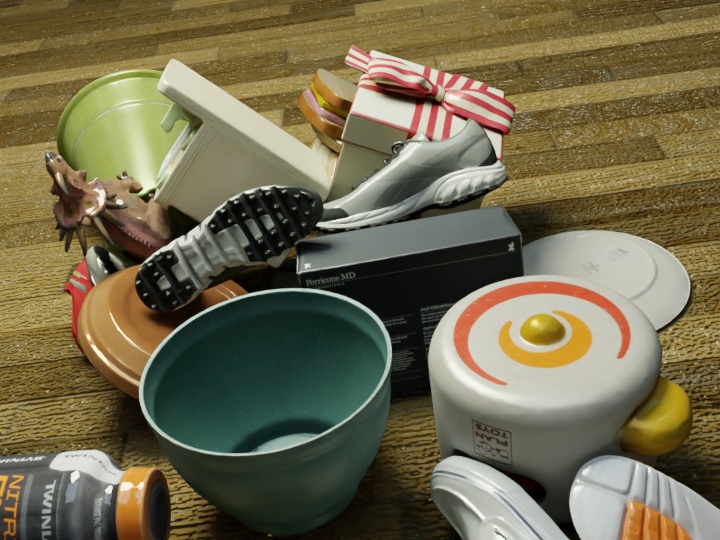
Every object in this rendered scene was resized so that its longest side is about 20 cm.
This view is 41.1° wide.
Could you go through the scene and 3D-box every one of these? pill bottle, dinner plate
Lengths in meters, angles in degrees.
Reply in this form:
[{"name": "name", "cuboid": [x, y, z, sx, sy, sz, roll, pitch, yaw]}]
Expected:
[{"name": "pill bottle", "cuboid": [-0.252, 0.196, 0.751, 0.198, 0.107, 0.107, -6, 34, 6]}, {"name": "dinner plate", "cuboid": [0.237, 0.006, 0.992, 0.199, 0.024, 0.201, -5, 34, 4]}]

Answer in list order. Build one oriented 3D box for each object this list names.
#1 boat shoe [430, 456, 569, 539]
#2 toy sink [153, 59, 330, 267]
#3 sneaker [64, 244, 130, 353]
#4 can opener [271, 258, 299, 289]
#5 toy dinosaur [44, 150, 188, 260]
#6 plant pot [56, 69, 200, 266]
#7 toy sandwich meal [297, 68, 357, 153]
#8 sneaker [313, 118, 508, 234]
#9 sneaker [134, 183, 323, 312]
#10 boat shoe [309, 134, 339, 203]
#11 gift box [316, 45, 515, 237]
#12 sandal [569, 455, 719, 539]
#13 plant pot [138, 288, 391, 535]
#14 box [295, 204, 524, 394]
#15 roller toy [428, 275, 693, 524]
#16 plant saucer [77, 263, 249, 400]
[{"name": "boat shoe", "cuboid": [0.108, 0.206, 0.680, 0.067, 0.074, 0.200, -30, 40, -27]}, {"name": "toy sink", "cuboid": [-0.145, -0.111, 1.008, 0.199, 0.112, 0.130, 32, 14, -18]}, {"name": "sneaker", "cuboid": [-0.255, 0.064, 0.993, 0.085, 0.077, 0.200, -45, 48, 12]}, {"name": "can opener", "cuboid": [0.000, 0.000, 1.016, 0.199, 0.067, 0.053, 4, 35, 18]}, {"name": "toy dinosaur", "cuboid": [-0.236, -0.048, 0.980, 0.199, 0.086, 0.136, 22, 7, -18]}, {"name": "plant pot", "cuboid": [-0.253, -0.103, 1.150, 0.199, 0.201, 0.191, -15, 47, -9]}, {"name": "toy sandwich meal", "cuboid": [0.017, -0.193, 1.228, 0.204, 0.071, 0.206, 19, 26, -9]}, {"name": "sneaker", "cuboid": [0.037, -0.085, 0.925, 0.199, 0.080, 0.074, -19, -1, 3]}, {"name": "sneaker", "cuboid": [-0.116, -0.031, 0.901, 0.199, 0.067, 0.091, -29, 7, 20]}, {"name": "boat shoe", "cuboid": [-0.039, -0.124, 1.217, 0.069, 0.074, 0.200, 21, 30, 2]}, {"name": "gift box", "cuboid": [0.053, -0.135, 1.052, 0.183, 0.188, 0.201, 14, 37, -6]}, {"name": "sandal", "cuboid": [0.238, 0.207, 0.670, 0.206, 0.059, 0.079, 27, 66, 13]}, {"name": "plant pot", "cuboid": [-0.066, 0.127, 0.784, 0.199, 0.135, 0.201, -6, 33, 4]}, {"name": "box", "cuboid": [0.049, 0.032, 0.886, 0.198, 0.142, 0.079, -9, 28, -2]}, {"name": "roller toy", "cuboid": [0.149, 0.096, 0.773, 0.181, 0.141, 0.200, -12, 34, -4]}, {"name": "plant saucer", "cuboid": [-0.169, 0.054, 0.928, 0.199, 0.038, 0.201, 16, 33, -11]}]
